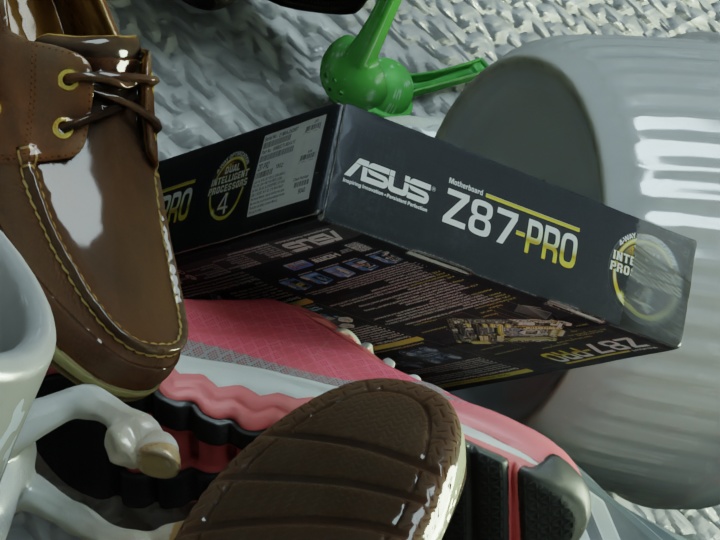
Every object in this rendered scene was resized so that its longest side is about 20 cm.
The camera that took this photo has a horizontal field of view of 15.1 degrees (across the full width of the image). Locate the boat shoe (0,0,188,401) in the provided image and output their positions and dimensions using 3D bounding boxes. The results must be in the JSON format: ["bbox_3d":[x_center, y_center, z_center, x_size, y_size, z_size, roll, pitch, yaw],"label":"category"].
[{"bbox_3d":[-0.103,-0.053,0.905,0.072,0.068,0.201,6,55,-51],"label":"boat shoe"}]

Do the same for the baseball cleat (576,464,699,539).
[{"bbox_3d":[0.080,0.123,1.042,0.200,0.070,0.107,23,34,-22],"label":"baseball cleat"}]

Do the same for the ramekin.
[{"bbox_3d":[0.101,-0.004,1.118,0.105,0.200,0.200,6,42,-28],"label":"ramekin"}]

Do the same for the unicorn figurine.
[{"bbox_3d":[-0.124,0.080,0.856,0.137,0.074,0.200,11,37,21],"label":"unicorn figurine"}]

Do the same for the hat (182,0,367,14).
[{"bbox_3d":[-0.073,-0.174,1.215,0.201,0.201,0.081,42,64,7],"label":"hat"}]

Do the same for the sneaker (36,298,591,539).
[{"bbox_3d":[-0.012,0.044,0.941,0.199,0.074,0.087,14,41,10],"label":"sneaker"}]

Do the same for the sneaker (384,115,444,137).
[{"bbox_3d":[0.056,-0.039,1.246,0.200,0.075,0.081,7,23,-39],"label":"sneaker"}]

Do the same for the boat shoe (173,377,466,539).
[{"bbox_3d":[-0.031,0.122,0.831,0.075,0.075,0.202,22,55,27],"label":"boat shoe"}]

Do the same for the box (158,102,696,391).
[{"bbox_3d":[0.000,0.000,1.007,0.161,0.200,0.049,22,70,-28],"label":"box"}]

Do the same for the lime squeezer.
[{"bbox_3d":[0.014,-0.102,1.284,0.038,0.071,0.200,33,-2,17],"label":"lime squeezer"}]

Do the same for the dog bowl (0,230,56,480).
[{"bbox_3d":[-0.172,-0.006,0.751,0.200,0.059,0.200,35,13,-9],"label":"dog bowl"}]
